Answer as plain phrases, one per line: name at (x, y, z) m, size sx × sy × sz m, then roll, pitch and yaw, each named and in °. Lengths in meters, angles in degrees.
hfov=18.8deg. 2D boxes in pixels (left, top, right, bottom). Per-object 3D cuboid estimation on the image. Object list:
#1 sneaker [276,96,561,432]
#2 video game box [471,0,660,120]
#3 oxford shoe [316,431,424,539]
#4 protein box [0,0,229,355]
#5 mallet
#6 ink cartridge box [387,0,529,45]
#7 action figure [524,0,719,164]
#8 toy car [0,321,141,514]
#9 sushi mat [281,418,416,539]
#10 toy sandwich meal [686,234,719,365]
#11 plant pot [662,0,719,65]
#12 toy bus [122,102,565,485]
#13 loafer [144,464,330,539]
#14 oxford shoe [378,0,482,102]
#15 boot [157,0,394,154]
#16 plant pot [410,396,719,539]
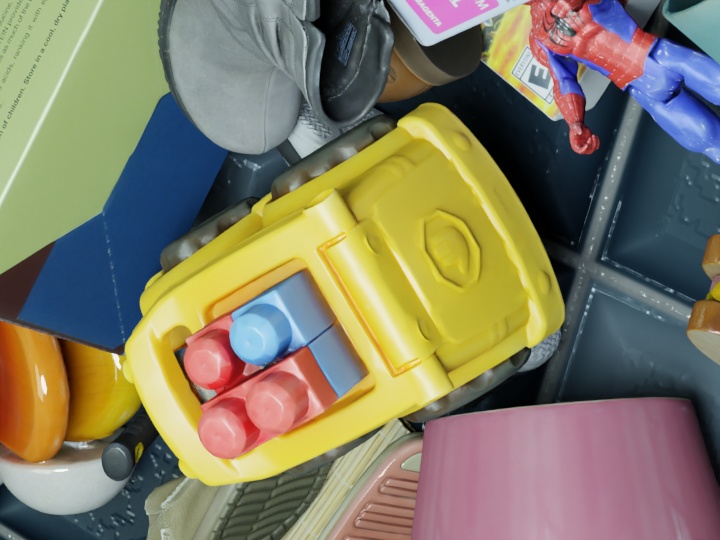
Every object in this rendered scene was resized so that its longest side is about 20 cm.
sneaker at (0.000, 0.000, 1.101) m, size 0.200 × 0.075 × 0.114 m, roll 47°, pitch 121°, yaw 12°
video game box at (0.080, -0.203, 1.010) m, size 0.182 × 0.047 × 0.200 m, roll 42°, pitch 122°, yaw 20°
oxford shoe at (-0.007, 0.153, 1.132) m, size 0.200 × 0.071 × 0.074 m, roll -62°, pitch 27°, yaw 27°
protein box at (-0.181, -0.096, 1.104) m, size 0.200 × 0.135 × 0.199 m, roll 29°, pitch 94°, yaw 35°
mallet at (-0.094, 0.071, 1.118) m, size 0.041 × 0.200 × 0.066 m, roll 8°, pitch 116°, yaw 11°
ink cartridge box at (0.107, -0.175, 0.900) m, size 0.200 × 0.119 × 0.042 m, roll -19°, pitch 127°, yaw 34°
action figure at (0.131, -0.074, 0.946) m, size 0.200 × 0.099 × 0.065 m, roll 34°, pitch 122°, yaw 5°
toy car at (-0.224, 0.055, 1.225) m, size 0.200 × 0.150 × 0.175 m, roll 4°, pitch 106°, yaw 33°
sushi mat at (-0.005, 0.167, 1.192) m, size 0.096 × 0.012 × 0.200 m, roll 44°, pitch 123°, yaw 16°
toy sandwich meal at (0.228, 0.028, 0.890) m, size 0.205 × 0.205 × 0.070 m, roll 20°, pitch 85°, yaw 28°
plant pot at (0.245, -0.109, 0.838) m, size 0.161 × 0.201 × 0.201 m, roll 46°, pitch 126°, yaw -7°
toy bus at (-0.036, 0.036, 0.980) m, size 0.200 × 0.192 × 0.136 m, roll -28°, pitch 95°, yaw 33°
loafer at (-0.080, 0.131, 1.191) m, size 0.067 × 0.076 × 0.200 m, roll 48°, pitch 123°, yaw 31°
oxford shoe at (-0.019, -0.170, 1.018) m, size 0.071 × 0.071 × 0.200 m, roll -23°, pitch 91°, yaw 43°
boot at (-0.035, -0.100, 0.963) m, size 0.132 × 0.070 × 0.200 m, roll 54°, pitch 158°, yaw 38°
plant pot at (0.100, 0.154, 1.019) m, size 0.200 × 0.200 × 0.179 m, roll -10°, pitch 82°, yaw 36°
